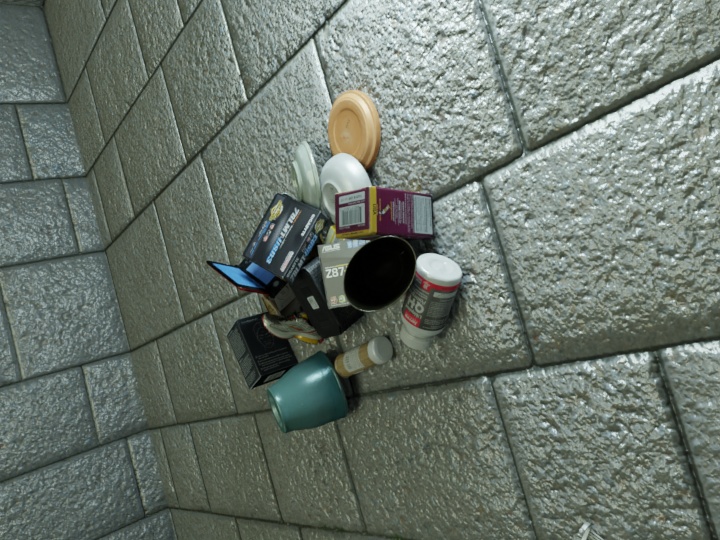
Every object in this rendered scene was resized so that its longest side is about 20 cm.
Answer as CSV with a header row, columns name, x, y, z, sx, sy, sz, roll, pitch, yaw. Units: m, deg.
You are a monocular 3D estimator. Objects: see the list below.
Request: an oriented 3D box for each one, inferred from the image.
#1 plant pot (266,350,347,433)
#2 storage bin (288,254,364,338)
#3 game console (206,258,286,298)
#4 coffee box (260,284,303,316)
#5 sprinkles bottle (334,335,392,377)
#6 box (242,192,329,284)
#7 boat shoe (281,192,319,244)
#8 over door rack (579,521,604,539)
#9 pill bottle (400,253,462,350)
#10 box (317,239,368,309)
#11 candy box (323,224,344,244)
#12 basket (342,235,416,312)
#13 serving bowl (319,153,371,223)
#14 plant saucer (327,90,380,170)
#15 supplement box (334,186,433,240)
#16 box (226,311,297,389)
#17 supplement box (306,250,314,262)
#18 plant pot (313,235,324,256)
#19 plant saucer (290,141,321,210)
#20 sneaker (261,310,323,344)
name,x,y,z,sx,sy,sz,roll,pitch,yaw
plant pot,-0.161,0.361,1.803,0.201,0.184,0.204,52,154,38
storage bin,-0.096,0.068,1.710,0.134,0.093,0.203,-20,104,56
game console,-0.300,-0.016,1.764,0.198,0.173,0.120,30,161,41
coffee box,-0.246,0.067,1.896,0.112,0.079,0.203,32,150,41
sprinkles bottle,0.006,0.234,1.700,0.199,0.067,0.070,-32,76,50
box,-0.203,-0.089,1.693,0.196,0.049,0.204,25,83,43
boat shoe,-0.178,-0.147,1.775,0.201,0.069,0.073,48,147,37
over door rack,0.468,0.621,1.234,0.146,0.065,0.206,30,122,44
pill bottle,0.153,0.075,1.441,0.110,0.109,0.205,39,128,37
box,0.000,0.000,1.587,0.194,0.049,0.167,-9,91,18
candy box,-0.021,-0.017,1.663,0.200,0.026,0.103,44,136,17
basket,0.050,0.001,1.441,0.180,0.200,0.137,-43,89,7
serving bowl,-0.049,-0.192,1.627,0.198,0.065,0.205,33,133,42
plant saucer,-0.023,-0.350,1.608,0.198,0.032,0.207,17,112,47
supplement box,0.055,-0.123,1.430,0.129,0.196,0.107,-4,85,49
box,-0.318,0.253,2.043,0.107,0.146,0.204,-46,64,45
supplement box,-0.215,-0.073,1.852,0.197,0.068,0.069,16,114,46
plant pot,-0.149,-0.042,1.851,0.197,0.027,0.207,17,113,48
plant saucer,-0.154,-0.245,1.722,0.200,0.049,0.207,167,91,-77
sneaker,-0.191,0.149,1.842,0.078,0.194,0.084,-111,37,-57
